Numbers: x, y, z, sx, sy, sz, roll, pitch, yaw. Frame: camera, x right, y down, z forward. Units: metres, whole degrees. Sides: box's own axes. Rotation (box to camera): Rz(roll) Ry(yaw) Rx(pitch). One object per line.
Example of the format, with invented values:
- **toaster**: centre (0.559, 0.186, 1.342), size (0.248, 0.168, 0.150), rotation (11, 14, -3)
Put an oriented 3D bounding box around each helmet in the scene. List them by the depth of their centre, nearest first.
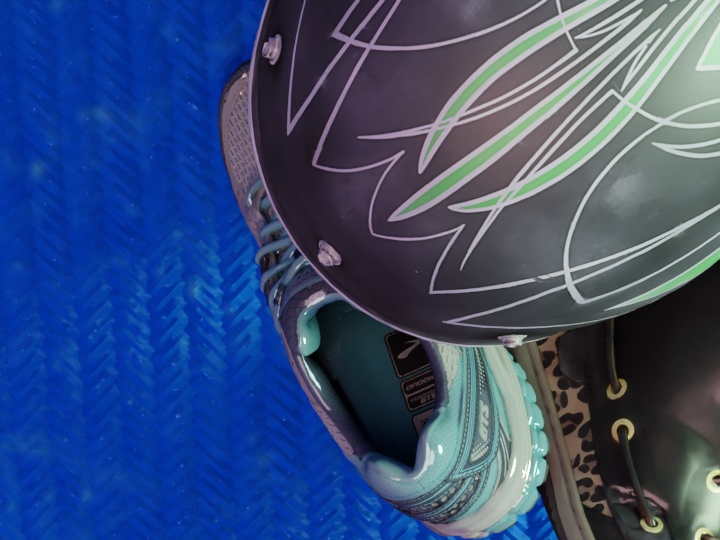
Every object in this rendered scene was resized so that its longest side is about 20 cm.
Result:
- **helmet**: centre (0.063, -0.073, 0.975), size (0.199, 0.191, 0.201), rotation (2, 105, 6)

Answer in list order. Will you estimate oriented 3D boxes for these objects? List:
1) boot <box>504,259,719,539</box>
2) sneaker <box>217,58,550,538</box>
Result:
- **boot**: centre (0.143, 0.065, 1.046), size (0.150, 0.073, 0.201), rotation (-28, 60, 11)
- **sneaker**: centre (0.000, 0.000, 1.035), size (0.077, 0.086, 0.201), rotation (-36, 68, 18)
